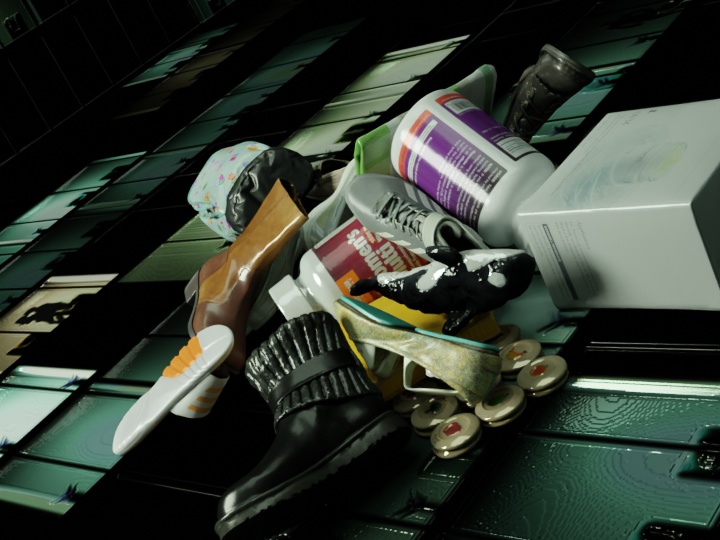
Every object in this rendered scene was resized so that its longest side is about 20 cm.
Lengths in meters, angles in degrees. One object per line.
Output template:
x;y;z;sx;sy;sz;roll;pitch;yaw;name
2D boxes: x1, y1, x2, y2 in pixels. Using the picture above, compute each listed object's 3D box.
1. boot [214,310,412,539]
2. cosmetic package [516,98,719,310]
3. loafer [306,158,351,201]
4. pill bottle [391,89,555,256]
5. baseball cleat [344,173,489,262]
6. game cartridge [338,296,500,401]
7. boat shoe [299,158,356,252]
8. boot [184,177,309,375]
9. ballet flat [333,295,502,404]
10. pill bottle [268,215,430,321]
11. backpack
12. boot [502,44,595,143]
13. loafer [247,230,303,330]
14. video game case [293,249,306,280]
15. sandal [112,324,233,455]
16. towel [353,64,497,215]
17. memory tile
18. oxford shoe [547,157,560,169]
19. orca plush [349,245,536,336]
-0.073;0.144;1.099;0.210;0.080;0.158;-29;62;-23;boot
0.298;-0.067;1.165;0.199;0.124;0.199;0;35;45;cosmetic package
-0.031;-0.145;1.774;0.072;0.063;0.199;-38;25;-25;loafer
0.134;-0.103;1.287;0.112;0.113;0.200;-37;59;-21;pill bottle
0.065;-0.053;1.253;0.070;0.199;0.106;-57;-15;-7;baseball cleat
0.028;0.079;1.243;0.199;0.033;0.176;-28;22;-7;game cartridge
0.001;-0.093;1.561;0.064;0.075;0.202;5;41;45;boat shoe
-0.124;0.007;1.439;0.200;0.068;0.189;-46;30;17;boot
0.043;0.078;1.132;0.199;0.071;0.071;18;47;36;ballet flat
0.000;0.000;1.362;0.199;0.110;0.110;-37;23;-2;pill bottle
-0.169;-0.116;1.772;0.167;0.127;0.199;-50;22;-17;backpack
0.188;-0.159;1.372;0.175;0.069;0.200;-59;3;-7;boot
-0.121;-0.007;1.539;0.070;0.069;0.201;-43;22;39;loafer
-0.002;-0.015;1.518;0.179;0.026;0.200;-25;22;9;video game case
-0.204;0.146;1.371;0.207;0.059;0.079;-44;28;17;sandal
0.073;-0.149;1.393;0.199;0.150;0.031;-30;57;-22;towel
0.104;0.104;1.159;0.152;0.017;0.200;-32;23;-10;memory tile
0.220;-0.097;1.414;0.200;0.074;0.071;-87;23;-78;oxford shoe
0.079;0.027;1.168;0.198;0.105;0.072;-1;65;25;orca plush
